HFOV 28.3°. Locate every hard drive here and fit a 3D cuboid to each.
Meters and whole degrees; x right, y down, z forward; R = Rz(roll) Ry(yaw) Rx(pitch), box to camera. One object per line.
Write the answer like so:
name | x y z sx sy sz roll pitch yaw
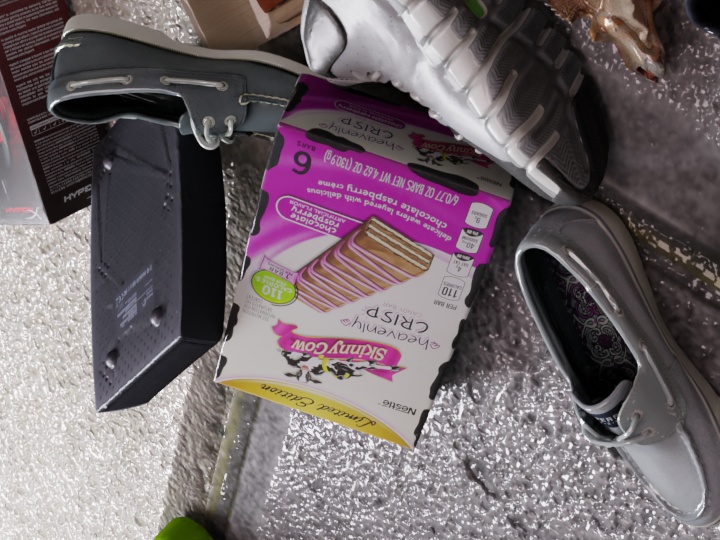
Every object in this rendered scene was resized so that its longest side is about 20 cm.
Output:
hard drive | -0.132 -0.020 0.923 0.135 0.042 0.201 -39 48 45

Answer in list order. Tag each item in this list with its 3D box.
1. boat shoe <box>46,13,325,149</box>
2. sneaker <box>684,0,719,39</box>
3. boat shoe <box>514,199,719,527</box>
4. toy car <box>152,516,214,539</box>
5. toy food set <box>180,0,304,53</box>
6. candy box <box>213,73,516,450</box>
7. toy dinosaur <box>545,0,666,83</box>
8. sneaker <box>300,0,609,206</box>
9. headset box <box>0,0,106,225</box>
boat shoe | -0.093 -0.096 0.858 0.199 0.062 0.073 16 155 5
sneaker | 0.226 -0.115 0.581 0.199 0.112 0.078 -3 112 41
boat shoe | 0.140 0.061 0.781 0.070 0.071 0.202 -22 98 45
toy car | -0.136 0.330 1.122 0.157 0.164 0.201 21 138 31
toy food set | -0.047 -0.214 0.798 0.199 0.060 0.144 -19 100 45
candy box | 0.000 0.000 0.842 0.136 0.061 0.201 18 129 1
toy dinosaur | 0.115 -0.193 0.664 0.085 0.136 0.201 5 96 0
sneaker | 0.039 -0.107 0.765 0.200 0.075 0.115 50 143 -13
headset box | -0.269 -0.137 1.020 0.148 0.075 0.201 2 115 40
